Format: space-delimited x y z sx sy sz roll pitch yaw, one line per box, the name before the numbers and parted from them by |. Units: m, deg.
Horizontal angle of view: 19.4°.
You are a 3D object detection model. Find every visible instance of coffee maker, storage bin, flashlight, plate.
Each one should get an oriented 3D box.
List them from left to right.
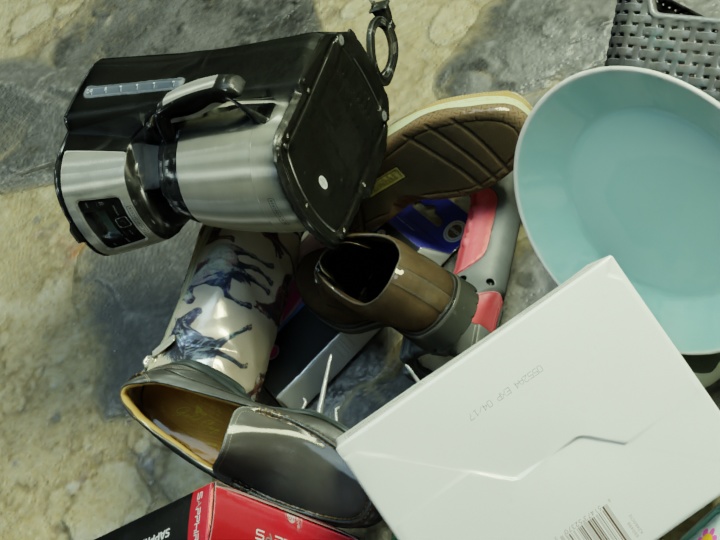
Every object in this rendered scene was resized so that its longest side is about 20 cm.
coffee maker | -0.090 -0.096 1.476 0.199 0.135 0.192 -2 24 30
flashlight | 0.078 -0.013 1.501 0.068 0.068 0.201 -15 51 41
plate | 0.186 -0.039 1.308 0.200 0.201 0.026 10 34 35
storage bin | 0.257 -0.124 1.366 0.135 0.200 0.094 10 88 35

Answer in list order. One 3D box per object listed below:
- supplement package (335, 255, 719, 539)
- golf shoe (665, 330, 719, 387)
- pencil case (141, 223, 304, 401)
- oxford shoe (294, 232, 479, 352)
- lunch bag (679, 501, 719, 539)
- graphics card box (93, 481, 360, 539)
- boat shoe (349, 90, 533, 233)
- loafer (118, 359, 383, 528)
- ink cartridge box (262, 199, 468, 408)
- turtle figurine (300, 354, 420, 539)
supplement package | 0.109 0.112 1.279 0.200 0.111 0.156 -35 89 -2
golf shoe | 0.191 0.003 1.425 0.088 0.077 0.200 -23 59 6
pencil case | -0.098 0.018 1.523 0.078 0.089 0.201 -16 50 47
oxford shoe | 0.000 0.000 1.458 0.200 0.084 0.073 6 65 61
lunch bag | 0.266 0.179 1.208 0.200 0.077 0.161 -46 39 31
graphics card box | -0.110 0.205 1.382 0.200 0.125 0.051 -27 49 41
boat shoe | 0.048 -0.092 1.508 0.200 0.072 0.076 -19 28 38
loafer | -0.072 0.118 1.377 0.200 0.072 0.073 20 99 27
ink cartridge box | -0.011 0.008 1.563 0.200 0.037 0.095 -44 47 -6
turtle figurine | 0.040 0.142 1.396 0.149 0.101 0.201 -22 65 36
